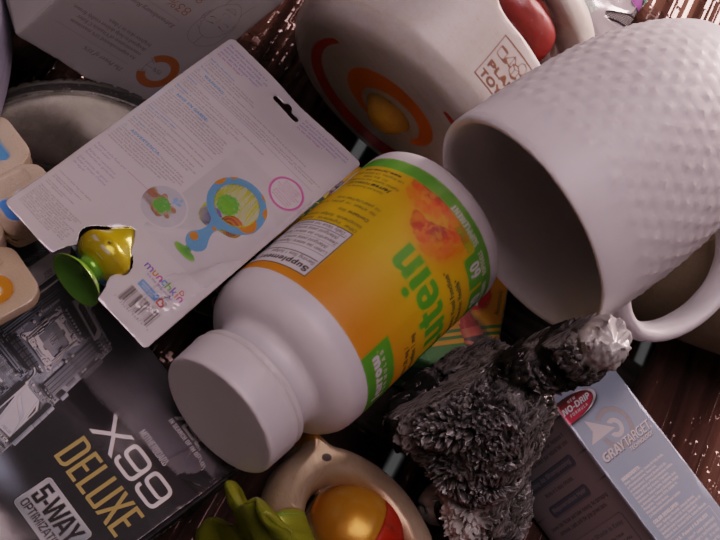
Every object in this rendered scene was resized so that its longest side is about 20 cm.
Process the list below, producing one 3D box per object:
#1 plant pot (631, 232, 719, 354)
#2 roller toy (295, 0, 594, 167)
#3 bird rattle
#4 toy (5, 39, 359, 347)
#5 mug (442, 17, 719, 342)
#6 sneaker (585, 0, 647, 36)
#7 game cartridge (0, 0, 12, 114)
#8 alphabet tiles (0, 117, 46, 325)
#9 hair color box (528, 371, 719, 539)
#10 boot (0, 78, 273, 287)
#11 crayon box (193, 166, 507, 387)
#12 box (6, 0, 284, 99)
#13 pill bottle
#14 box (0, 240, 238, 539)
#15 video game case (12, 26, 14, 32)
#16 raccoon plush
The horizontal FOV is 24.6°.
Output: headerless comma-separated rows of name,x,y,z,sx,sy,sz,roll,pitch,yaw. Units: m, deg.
plant pot,0.215,-0.037,1.149,0.198,0.188,0.189,10,60,-4
roller toy,0.053,-0.149,1.108,0.182,0.200,0.140,35,72,14
bird rattle,-0.002,0.178,0.983,0.199,0.113,0.164,30,40,-10
toy,-0.106,-0.043,0.984,0.115,0.047,0.200,44,51,5
mug,0.172,-0.050,1.014,0.175,0.147,0.201,-33,113,-20
sneaker,0.116,-0.222,1.250,0.199,0.078,0.141,26,66,5
game cartridge,-0.283,-0.114,1.005,0.132,0.042,0.201,2,53,2
alphabet tiles,-0.275,-0.017,0.959,0.199,0.015,0.196,-29,54,-17
hair color box,0.161,0.144,1.064,0.060,0.099,0.201,-31,80,-33
boot,-0.147,-0.048,1.029,0.198,0.068,0.132,1,53,-13
crayon box,0.000,0.000,1.100,0.198,0.051,0.128,19,59,-12
box,-0.113,-0.213,1.027,0.124,0.199,0.098,28,32,-49
pill bottle,-0.017,0.026,0.984,0.111,0.111,0.200,46,58,5
box,-0.193,0.088,0.973,0.157,0.050,0.201,-33,80,-31
video game case,-0.239,-0.234,1.139,0.199,0.019,0.144,-21,75,-31
raccoon plush,0.100,0.116,0.993,0.097,0.199,0.135,-39,103,-34
